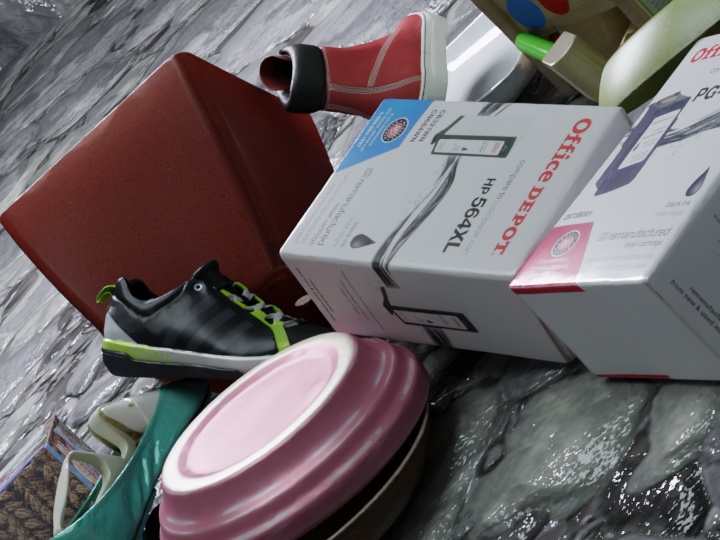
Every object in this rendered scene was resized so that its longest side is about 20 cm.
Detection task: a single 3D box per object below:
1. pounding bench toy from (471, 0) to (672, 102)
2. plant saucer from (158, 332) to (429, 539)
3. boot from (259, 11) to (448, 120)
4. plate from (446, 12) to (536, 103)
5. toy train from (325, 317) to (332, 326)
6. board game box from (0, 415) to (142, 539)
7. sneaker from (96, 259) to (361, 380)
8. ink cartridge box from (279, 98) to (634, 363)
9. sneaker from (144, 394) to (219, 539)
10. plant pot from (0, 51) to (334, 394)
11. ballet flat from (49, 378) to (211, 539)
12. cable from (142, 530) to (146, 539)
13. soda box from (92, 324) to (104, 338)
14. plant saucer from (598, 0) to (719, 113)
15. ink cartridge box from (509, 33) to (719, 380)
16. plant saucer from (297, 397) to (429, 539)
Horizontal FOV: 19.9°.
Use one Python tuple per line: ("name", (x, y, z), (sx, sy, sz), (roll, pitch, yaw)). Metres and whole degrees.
("pounding bench toy", (0.157, -0.195, 1.485), (0.200, 0.124, 0.156), (-55, 20, -26))
("plant saucer", (-0.051, 0.105, 1.287), (0.200, 0.051, 0.201), (-33, 17, 11))
("boot", (-0.006, -0.167, 1.633), (0.200, 0.144, 0.072), (-86, 4, -68))
("plate", (0.097, -0.158, 1.663), (0.200, 0.032, 0.200), (-39, 18, 42))
("toy train", (0.000, 0.000, 1.471), (0.034, 0.046, 0.200), (-11, 8, 9))
("board game box", (-0.250, 0.207, 1.519), (0.159, 0.097, 0.200), (-47, 6, -2))
("sneaker", (-0.096, 0.034, 1.427), (0.200, 0.083, 0.072), (0, 0, 18))
("ink cartridge box", (0.072, -0.030, 1.288), (0.200, 0.084, 0.146), (5, 51, 44))
("sneaker", (-0.113, 0.162, 1.427), (0.104, 0.060, 0.200), (-40, 22, 4))
("plant pot", (-0.115, -0.016, 1.562), (0.200, 0.200, 0.176), (-40, 64, 16))
("ballet flat", (-0.163, 0.131, 1.407), (0.067, 0.070, 0.200), (-37, 21, 44))
("cable", (-0.167, 0.244, 1.441), (0.097, 0.050, 0.200), (-56, 2, 19))
("soda box", (-0.207, 0.013, 1.754), (0.063, 0.200, 0.068), (32, 75, 30))
("plant saucer", (0.224, -0.164, 1.292), (0.200, 0.031, 0.200), (-37, -4, -3))
("ink cartridge box", (0.197, -0.041, 1.126), (0.200, 0.084, 0.145), (-52, 18, -18))
("plant saucer", (-0.031, 0.148, 1.280), (0.200, 0.037, 0.200), (-33, 19, 12))
